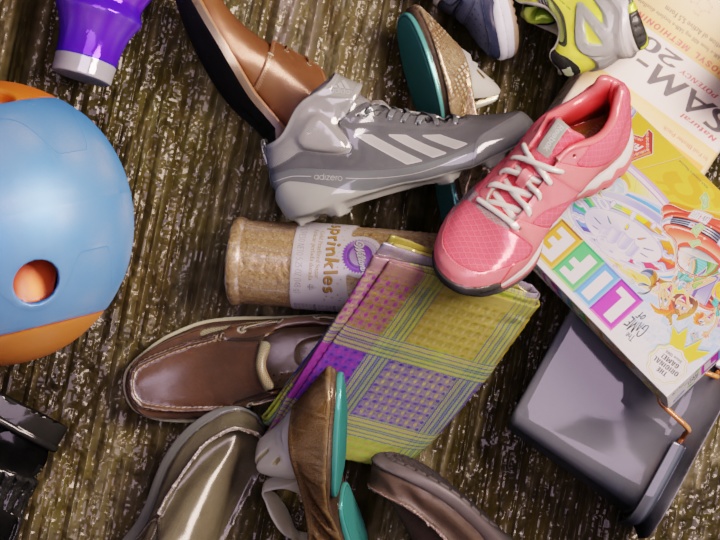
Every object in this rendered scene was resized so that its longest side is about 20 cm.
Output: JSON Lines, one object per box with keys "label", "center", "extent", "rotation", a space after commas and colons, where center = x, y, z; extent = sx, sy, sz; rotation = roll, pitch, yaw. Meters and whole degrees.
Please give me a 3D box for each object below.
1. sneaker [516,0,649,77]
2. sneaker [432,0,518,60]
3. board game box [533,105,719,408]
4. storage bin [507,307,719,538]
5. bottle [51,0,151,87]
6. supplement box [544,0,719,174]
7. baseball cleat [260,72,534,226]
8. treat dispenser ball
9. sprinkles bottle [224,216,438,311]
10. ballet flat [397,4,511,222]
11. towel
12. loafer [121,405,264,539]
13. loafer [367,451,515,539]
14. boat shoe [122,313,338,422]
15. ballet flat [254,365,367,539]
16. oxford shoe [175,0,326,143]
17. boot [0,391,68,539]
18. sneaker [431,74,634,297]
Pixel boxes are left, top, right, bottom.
{"label": "sneaker", "center": [0.143, -0.233, 1.444], "extent": [0.076, 0.075, 0.201], "rotation": [-29, 56, 6]}
{"label": "sneaker", "center": [0.040, -0.239, 1.464], "extent": [0.108, 0.070, 0.201], "rotation": [-24, 86, -9]}
{"label": "board game box", "center": [0.202, -0.019, 1.383], "extent": [0.134, 0.034, 0.200], "rotation": [-42, 70, -4]}
{"label": "storage bin", "center": [0.204, 0.082, 1.441], "extent": [0.134, 0.146, 0.201], "rotation": [28, 84, 6]}
{"label": "bottle", "center": [-0.184, -0.241, 1.440], "extent": [0.083, 0.065, 0.202], "rotation": [15, 86, -5]}
{"label": "supplement box", "center": [0.249, -0.166, 1.483], "extent": [0.126, 0.074, 0.201], "rotation": [34, 84, -3]}
{"label": "baseball cleat", "center": [0.026, -0.103, 1.394], "extent": [0.198, 0.070, 0.107], "rotation": [-19, 98, -1]}
{"label": "treat dispenser ball", "center": [-0.260, -0.033, 1.352], "extent": [0.199, 0.201, 0.203], "rotation": [0, 87, -7]}
{"label": "sprinkles bottle", "center": [0.000, 0.000, 1.429], "extent": [0.198, 0.068, 0.069], "rotation": [4, 87, 6]}
{"label": "ballet flat", "center": [0.081, -0.110, 1.469], "extent": [0.065, 0.070, 0.202], "rotation": [-15, 97, -16]}
{"label": "towel", "center": [0.029, 0.065, 1.394], "extent": [0.143, 0.023, 0.201], "rotation": [15, 126, -28]}
{"label": "loafer", "center": [-0.126, 0.195, 1.412], "extent": [0.075, 0.070, 0.201], "rotation": [31, 90, -36]}
{"label": "loafer", "center": [0.076, 0.214, 1.434], "extent": [0.200, 0.073, 0.071], "rotation": [41, 88, -12]}
{"label": "boat shoe", "center": [-0.080, 0.067, 1.431], "extent": [0.201, 0.075, 0.075], "rotation": [-14, 89, -7]}
{"label": "ballet flat", "center": [-0.039, 0.153, 1.400], "extent": [0.072, 0.201, 0.068], "rotation": [1, 42, 9]}
{"label": "oxford shoe", "center": [-0.069, -0.148, 1.451], "extent": [0.071, 0.071, 0.201], "rotation": [-40, 103, -12]}
{"label": "boot", "center": [-0.334, 0.142, 1.395], "extent": [0.210, 0.079, 0.159], "rotation": [28, 84, -5]}
{"label": "sneaker", "center": [0.119, -0.067, 1.326], "extent": [0.074, 0.087, 0.200], "rotation": [36, 64, 20]}
